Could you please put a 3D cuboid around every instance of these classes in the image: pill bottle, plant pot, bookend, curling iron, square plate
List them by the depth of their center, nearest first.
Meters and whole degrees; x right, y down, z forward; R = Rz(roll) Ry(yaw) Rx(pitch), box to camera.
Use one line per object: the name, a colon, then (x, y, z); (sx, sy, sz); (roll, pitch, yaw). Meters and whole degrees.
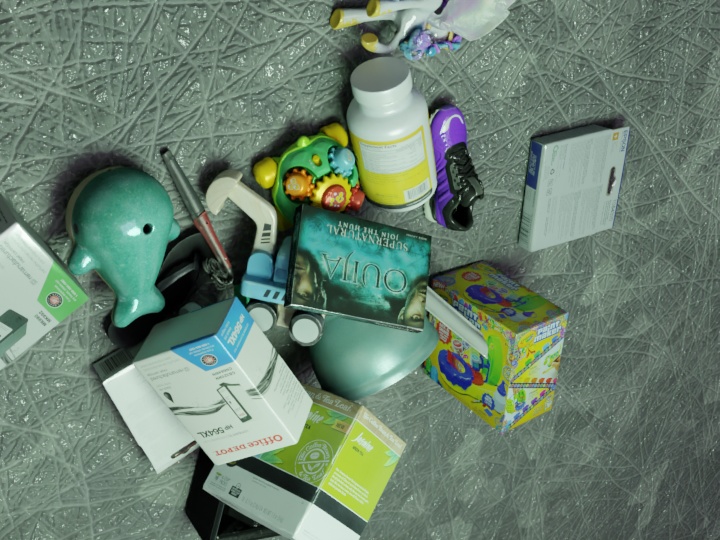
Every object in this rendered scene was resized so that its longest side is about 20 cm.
curling iron: (-0.211, -0.064, 1.217); (0.025, 0.050, 0.202); (-12, 111, 18)
pill bottle: (0.042, -0.187, 1.284); (0.111, 0.112, 0.201); (-30, 137, -17)
square plate: (0.116, 0.056, 1.384); (0.029, 0.198, 0.200); (-50, 173, 1)
plant pot: (0.000, 0.086, 1.396); (0.199, 0.200, 0.135); (-34, 104, -14)
bookend: (-0.153, 0.317, 1.473); (0.199, 0.092, 0.200); (1, 115, -37)

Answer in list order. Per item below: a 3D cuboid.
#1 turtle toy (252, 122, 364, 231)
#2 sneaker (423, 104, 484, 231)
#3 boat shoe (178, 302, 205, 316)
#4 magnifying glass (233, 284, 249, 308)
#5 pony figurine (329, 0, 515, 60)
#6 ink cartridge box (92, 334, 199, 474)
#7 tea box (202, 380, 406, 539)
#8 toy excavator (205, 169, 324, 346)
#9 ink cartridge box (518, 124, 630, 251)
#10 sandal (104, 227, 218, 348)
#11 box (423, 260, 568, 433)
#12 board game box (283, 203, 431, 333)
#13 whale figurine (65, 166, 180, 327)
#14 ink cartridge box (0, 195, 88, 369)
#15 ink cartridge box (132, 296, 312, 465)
turtle toy: (-0.052, -0.098, 1.291); (0.145, 0.101, 0.201); (-31, 130, -17)
sneaker: (0.149, -0.148, 1.404); (0.069, 0.099, 0.202); (-21, 127, -26)
boat shoe: (-0.197, 0.105, 1.328); (0.068, 0.073, 0.200); (-40, 137, -22)
magnifying glass: (-0.154, 0.098, 1.364); (0.022, 0.080, 0.201); (-11, 137, -2)
pony figurine: (0.087, -0.357, 1.224); (0.199, 0.168, 0.193); (-3, 150, -37)
ink cartridge box: (-0.289, 0.187, 1.329); (0.108, 0.050, 0.201); (-31, 131, -18)
tea box: (-0.079, 0.275, 1.318); (0.134, 0.199, 0.198); (47, 65, -43)
toy excavator: (-0.118, -0.023, 1.256); (0.192, 0.100, 0.202); (13, 113, 2)
ink cartridge box: (0.366, -0.146, 1.600); (0.199, 0.043, 0.198); (-16, 123, -30)
sandal: (-0.259, 0.030, 1.260); (0.200, 0.043, 0.076); (-49, 133, -1)
box: (0.218, 0.122, 1.540); (0.121, 0.200, 0.194); (-17, 125, -33)
board game box: (0.000, 0.000, 1.240); (0.198, 0.028, 0.137); (12, 76, -25)
whale figurine: (-0.281, -0.026, 1.149); (0.158, 0.103, 0.202); (-24, 117, -39)
ink cartridge box: (-0.450, 0.036, 1.101); (0.200, 0.084, 0.146); (-41, 133, -9)
ink cartridge box: (-0.178, 0.150, 1.233); (0.145, 0.085, 0.201); (-19, 119, 27)
